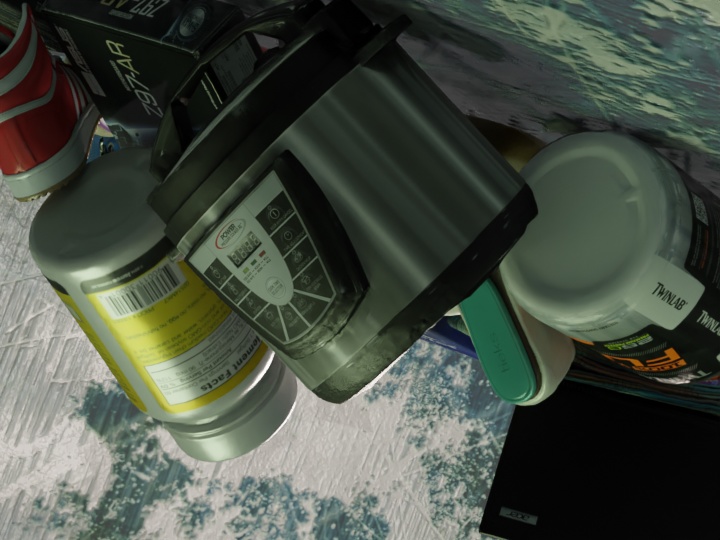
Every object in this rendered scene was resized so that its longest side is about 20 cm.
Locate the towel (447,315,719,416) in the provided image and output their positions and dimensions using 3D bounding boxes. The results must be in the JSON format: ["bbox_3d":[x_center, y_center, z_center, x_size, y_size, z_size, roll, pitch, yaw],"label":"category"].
[{"bbox_3d":[0.156,0.060,1.403,0.145,0.022,0.200,15,-177,-17],"label":"towel"}]

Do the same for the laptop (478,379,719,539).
[{"bbox_3d":[0.184,0.136,1.339,0.176,0.104,0.200,16,-177,8],"label":"laptop"}]

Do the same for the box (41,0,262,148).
[{"bbox_3d":[-0.104,-0.095,1.297,0.160,0.044,0.201,21,149,41],"label":"box"}]

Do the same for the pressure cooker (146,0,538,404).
[{"bbox_3d":[-0.022,-0.047,1.131,0.200,0.176,0.179,48,169,-1],"label":"pressure cooker"}]

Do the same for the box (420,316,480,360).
[{"bbox_3d":[0.033,0.027,1.539,0.120,0.033,0.200,19,173,35],"label":"box"}]

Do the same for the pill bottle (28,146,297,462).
[{"bbox_3d":[-0.124,0.027,1.321,0.114,0.114,0.201,17,146,43],"label":"pill bottle"}]

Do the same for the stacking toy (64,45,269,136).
[{"bbox_3d":[-0.123,-0.131,1.416,0.199,0.086,0.085,10,169,46],"label":"stacking toy"}]

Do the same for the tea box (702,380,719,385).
[{"bbox_3d":[0.293,0.081,1.626,0.199,0.135,0.197,19,176,23],"label":"tea box"}]

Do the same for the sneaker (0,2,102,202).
[{"bbox_3d":[-0.227,-0.132,1.340,0.200,0.071,0.113,-107,-9,-67],"label":"sneaker"}]

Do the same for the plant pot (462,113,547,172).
[{"bbox_3d":[0.028,-0.077,1.345,0.198,0.028,0.200,8,172,1],"label":"plant pot"}]

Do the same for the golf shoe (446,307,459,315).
[{"bbox_3d":[0.000,0.000,1.371,0.199,0.078,0.088,14,-146,34],"label":"golf shoe"}]

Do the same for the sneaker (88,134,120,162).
[{"bbox_3d":[-0.163,-0.081,1.515,0.199,0.089,0.079,17,130,31],"label":"sneaker"}]

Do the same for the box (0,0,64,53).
[{"bbox_3d":[-0.265,-0.205,1.378,0.160,0.044,0.199,17,174,46],"label":"box"}]

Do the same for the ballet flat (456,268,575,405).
[{"bbox_3d":[0.081,-0.014,1.259,0.069,0.201,0.069,-23,-174,3],"label":"ballet flat"}]

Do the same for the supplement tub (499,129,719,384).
[{"bbox_3d":[0.179,-0.001,1.239,0.122,0.123,0.200,17,174,38],"label":"supplement tub"}]
